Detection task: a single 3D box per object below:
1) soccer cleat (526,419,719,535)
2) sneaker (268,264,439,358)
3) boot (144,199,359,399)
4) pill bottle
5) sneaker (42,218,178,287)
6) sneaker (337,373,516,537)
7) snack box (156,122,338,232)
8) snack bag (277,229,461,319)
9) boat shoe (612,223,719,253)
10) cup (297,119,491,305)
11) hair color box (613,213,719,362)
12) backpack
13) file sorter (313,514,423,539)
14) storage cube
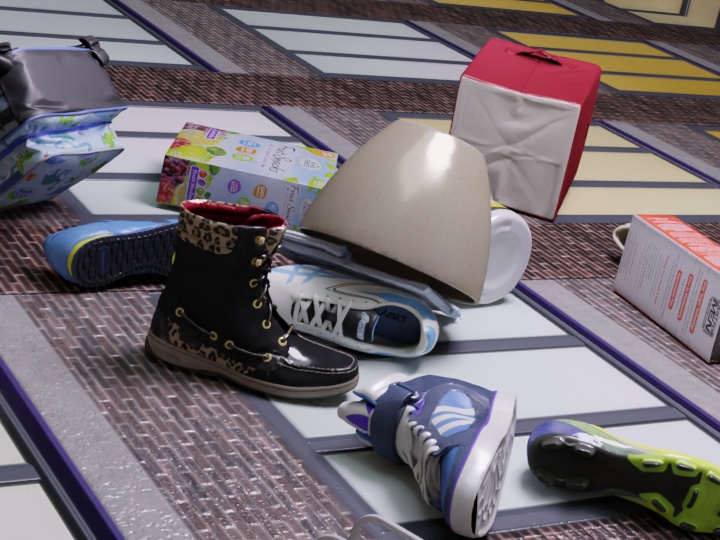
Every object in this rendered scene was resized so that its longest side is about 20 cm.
[{"bbox_3d":[0.241,0.169,1.279,0.199,0.065,0.084,15,18,9],"label":"soccer cleat"},{"bbox_3d":[-0.020,0.040,1.462,0.199,0.072,0.072,11,9,-2],"label":"sneaker"},{"bbox_3d":[-0.088,0.026,1.347,0.199,0.151,0.073,14,20,7],"label":"boot"},{"bbox_3d":[0.091,-0.049,1.707,0.111,0.112,0.200,-6,27,-39],"label":"pill bottle"},{"bbox_3d":[-0.231,-0.027,1.538,0.200,0.066,0.078,-6,23,-40],"label":"sneaker"},{"bbox_3d":[0.045,0.146,1.225,0.146,0.081,0.200,7,22,12],"label":"sneaker"},{"bbox_3d":[-0.133,-0.113,1.818,0.199,0.068,0.169,13,19,-2],"label":"snack box"},{"bbox_3d":[0.000,0.000,1.545,0.199,0.021,0.189,18,-5,17],"label":"snack bag"},{"bbox_3d":[0.391,-0.015,1.834,0.062,0.071,0.200,17,8,-34],"label":"boat shoe"},{"bbox_3d":[0.054,-0.068,1.522,0.200,0.144,0.200,23,-4,2],"label":"cup"},{"bbox_3d":[0.375,0.017,1.704,0.061,0.102,0.200,2,23,-25],"label":"hair color box"},{"bbox_3d":[-0.373,-0.149,1.633,0.200,0.147,0.183,-24,-3,32],"label":"backpack"},{"bbox_3d":[-0.020,0.239,0.859,0.139,0.125,0.200,26,24,32],"label":"file sorter"},{"bbox_3d":[0.220,-0.194,2.054,0.170,0.201,0.180,16,27,11],"label":"storage cube"}]
